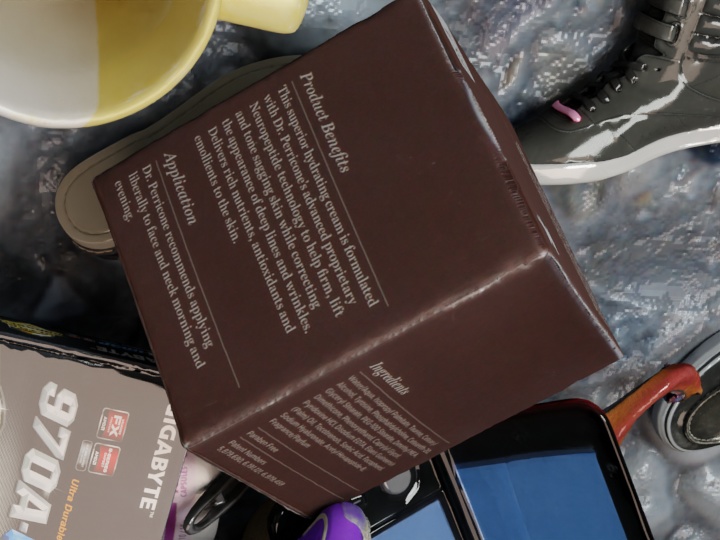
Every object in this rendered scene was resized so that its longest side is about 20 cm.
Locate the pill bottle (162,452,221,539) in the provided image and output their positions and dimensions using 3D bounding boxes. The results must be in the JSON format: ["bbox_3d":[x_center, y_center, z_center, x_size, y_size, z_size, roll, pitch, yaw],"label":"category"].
[{"bbox_3d":[-0.185,0.112,0.996,0.198,0.112,0.113,-1,116,-13],"label":"pill bottle"}]

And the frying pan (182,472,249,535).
[{"bbox_3d":[-0.034,0.074,0.999,0.189,0.031,0.116,-17,105,-50],"label":"frying pan"}]

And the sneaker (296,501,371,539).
[{"bbox_3d":[-0.071,0.202,0.909,0.099,0.070,0.201,28,99,-15],"label":"sneaker"}]

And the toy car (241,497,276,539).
[{"bbox_3d":[-0.025,0.195,1.058,0.200,0.164,0.158,-43,118,-4],"label":"toy car"}]

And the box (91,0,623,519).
[{"bbox_3d":[0.000,0.000,0.885,0.199,0.167,0.164,-28,152,10],"label":"box"}]

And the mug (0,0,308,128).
[{"bbox_3d":[-0.139,-0.156,0.853,0.149,0.153,0.186,-43,117,9],"label":"mug"}]

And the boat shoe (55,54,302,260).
[{"bbox_3d":[-0.077,-0.062,0.980,0.199,0.073,0.063,-25,162,-6],"label":"boat shoe"}]

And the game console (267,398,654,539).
[{"bbox_3d":[0.070,0.190,0.954,0.172,0.119,0.201,-27,103,-22],"label":"game console"}]

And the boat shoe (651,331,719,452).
[{"bbox_3d":[0.285,0.066,1.105,0.199,0.071,0.072,-29,119,2],"label":"boat shoe"}]

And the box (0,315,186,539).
[{"bbox_3d":[-0.185,0.129,0.917,0.158,0.046,0.201,14,99,-17],"label":"box"}]

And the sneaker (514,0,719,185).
[{"bbox_3d":[0.155,-0.115,0.993,0.199,0.071,0.100,-16,115,-10],"label":"sneaker"}]

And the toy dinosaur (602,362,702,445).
[{"bbox_3d":[0.136,0.130,1.064,0.181,0.201,0.105,-28,141,32],"label":"toy dinosaur"}]
